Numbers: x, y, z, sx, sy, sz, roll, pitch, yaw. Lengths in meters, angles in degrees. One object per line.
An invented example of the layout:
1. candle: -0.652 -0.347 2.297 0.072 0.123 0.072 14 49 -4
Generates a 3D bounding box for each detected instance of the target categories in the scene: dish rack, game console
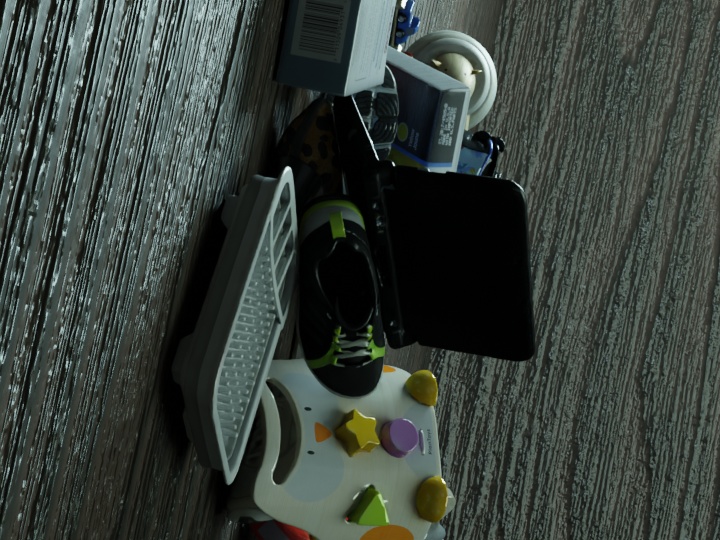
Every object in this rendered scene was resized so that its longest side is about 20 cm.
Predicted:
1. dish rack: -0.091 0.038 1.184 0.172 0.043 0.201 90 13 -60
2. game console: 0.060 -0.036 1.337 0.176 0.115 0.201 -111 -171 -46

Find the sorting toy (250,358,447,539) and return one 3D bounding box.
1. sorting toy: -0.026 0.150 1.392 0.107 0.179 0.202 -29 -122 44

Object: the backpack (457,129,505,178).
1. backpack: 0.073 -0.061 1.896 0.183 0.146 0.201 74 34 -77

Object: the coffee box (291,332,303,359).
1. coffee box: -0.030 0.132 1.659 0.114 0.079 0.202 -39 140 -78

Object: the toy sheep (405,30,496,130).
1. toy sheep: 0.103 -0.226 1.983 0.200 0.137 0.139 -129 -131 -80

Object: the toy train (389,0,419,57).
1. toy train: 0.036 -0.218 1.768 0.034 0.045 0.201 -71 169 -47

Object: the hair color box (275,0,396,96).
1. hair color box: -0.015 -0.203 1.337 0.200 0.060 0.100 -44 145 -77

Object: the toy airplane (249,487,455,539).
1. toy airplane: -0.005 0.288 1.563 0.142 0.197 0.201 -96 -178 -50

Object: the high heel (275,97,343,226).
1. high heel: -0.027 -0.067 1.387 0.200 0.071 0.144 9 99 -74

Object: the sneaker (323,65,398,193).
1. sneaker: -0.016 -0.111 1.511 0.085 0.076 0.201 -104 -156 -59

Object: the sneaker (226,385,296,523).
1. sneaker: -0.075 0.153 1.443 0.200 0.075 0.082 -58 137 -59

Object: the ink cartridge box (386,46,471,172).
1. ink cartridge box: 0.020 -0.109 1.561 0.200 0.047 0.199 34 -58 49

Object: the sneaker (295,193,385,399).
1. sneaker: -0.018 0.035 1.302 0.083 0.071 0.201 -107 -174 -56
